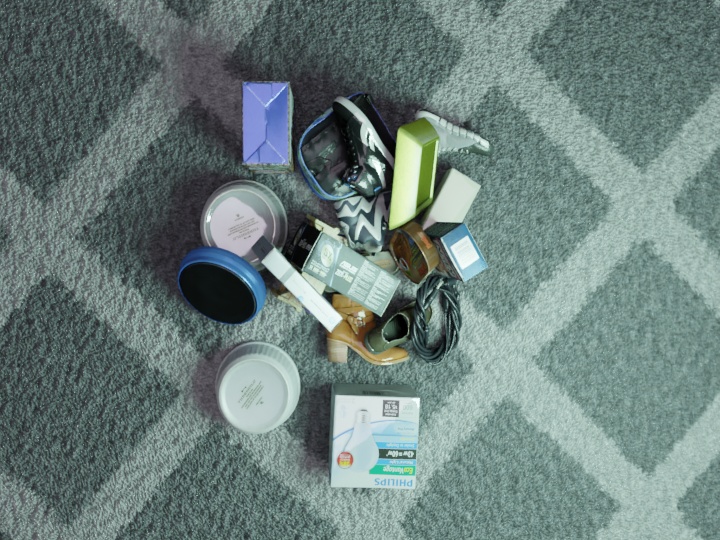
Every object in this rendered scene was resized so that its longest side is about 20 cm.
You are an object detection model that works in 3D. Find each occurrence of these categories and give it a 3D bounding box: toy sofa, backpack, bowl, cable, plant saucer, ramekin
[{"bbox_3d":[-0.111,-0.013,1.401,0.096,0.083,0.204,25,92,-22],"label":"toy sofa"},{"bbox_3d":[-0.038,-0.252,1.357,0.198,0.147,0.185,-36,101,-12],"label":"backpack"},{"bbox_3d":[-0.299,0.038,1.350,0.195,0.040,0.204,10,135,10],"label":"bowl"},{"bbox_3d":[0.170,0.115,1.405,0.050,0.161,0.206,12,101,38],"label":"cable"},{"bbox_3d":[0.118,-0.201,1.308,0.047,0.200,0.205,11,112,18],"label":"plant saucer"},{"bbox_3d":[-0.257,-0.096,1.374,0.196,0.094,0.209,0,93,-4],"label":"ramekin"},{"bbox_3d":[-0.231,0.267,1.405,0.196,0.094,0.209,0,94,-4],"label":"ramekin"}]

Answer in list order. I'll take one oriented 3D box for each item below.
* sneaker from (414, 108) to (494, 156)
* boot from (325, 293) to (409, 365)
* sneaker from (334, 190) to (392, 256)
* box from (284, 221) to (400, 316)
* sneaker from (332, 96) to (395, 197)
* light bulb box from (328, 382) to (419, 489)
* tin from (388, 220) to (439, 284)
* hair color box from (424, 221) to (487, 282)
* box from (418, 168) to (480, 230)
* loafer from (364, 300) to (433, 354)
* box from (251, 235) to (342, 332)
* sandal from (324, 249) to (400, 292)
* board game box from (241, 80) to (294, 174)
[{"bbox_3d":[0.194,-0.270,1.421,0.196,0.075,0.118,26,96,5],"label":"sneaker"},{"bbox_3d":[0.019,0.131,1.428,0.194,0.074,0.160,4,87,-10],"label":"boot"},{"bbox_3d":[0.041,-0.103,1.390,0.195,0.079,0.134,-13,95,-35],"label":"sneaker"},{"bbox_3d":[-0.041,-0.006,1.295,0.197,0.163,0.088,31,90,-21],"label":"box"},{"bbox_3d":[-0.013,-0.233,1.251,0.112,0.073,0.201,-43,107,-9],"label":"sneaker"},{"bbox_3d":[0.027,0.368,1.414,0.192,0.125,0.206,2,92,-4],"label":"light bulb box"},{"bbox_3d":[0.113,-0.036,1.336,0.041,0.200,0.113,-30,82,-12],"label":"tin"},{"bbox_3d":[0.184,-0.042,1.294,0.060,0.200,0.102,-30,98,-4],"label":"hair color box"},{"bbox_3d":[0.185,-0.121,1.424,0.081,0.068,0.203,29,91,-7],"label":"box"},{"bbox_3d":[0.098,0.123,1.397,0.198,0.069,0.076,-32,90,-34],"label":"loafer"},{"bbox_3d":[-0.131,0.023,1.274,0.041,0.156,0.200,-45,111,-3],"label":"box"},{"bbox_3d":[0.000,0.000,1.424,0.194,0.055,0.084,-9,95,-4],"label":"sandal"},{"bbox_3d":[-0.189,-0.292,1.321,0.094,0.200,0.165,0,93,-3],"label":"board game box"}]
